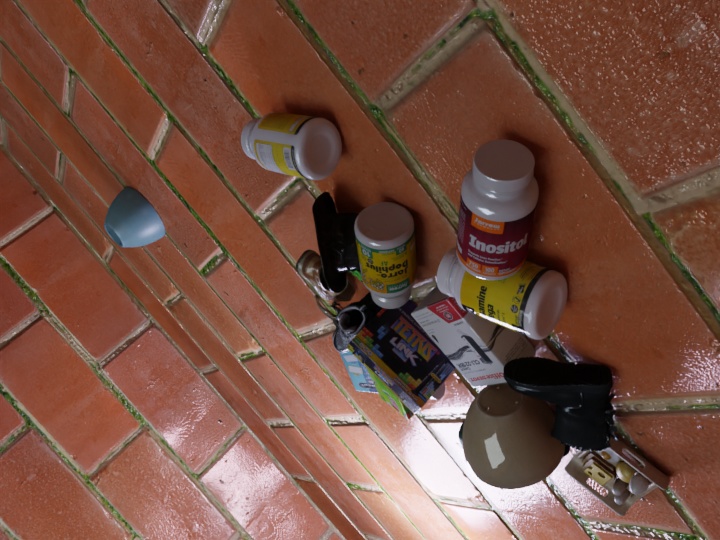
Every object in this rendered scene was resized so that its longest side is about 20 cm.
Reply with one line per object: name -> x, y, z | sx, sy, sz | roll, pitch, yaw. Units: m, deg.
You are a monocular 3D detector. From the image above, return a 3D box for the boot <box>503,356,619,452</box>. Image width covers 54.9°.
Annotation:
boot -> 0.355, 0.238, 1.225 | 0.196, 0.074, 0.164 | 2, 127, 20

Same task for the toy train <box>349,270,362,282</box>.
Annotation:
toy train -> 0.000, 0.000, 1.514 | 0.199, 0.042, 0.057 | 29, 161, 34

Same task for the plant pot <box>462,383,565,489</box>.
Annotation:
plant pot -> 0.282, 0.291, 1.328 | 0.199, 0.200, 0.136 | 16, 137, 44

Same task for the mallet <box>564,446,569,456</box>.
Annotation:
mallet -> 0.352, 0.326, 1.451 | 0.199, 0.041, 0.066 | 17, 137, 51

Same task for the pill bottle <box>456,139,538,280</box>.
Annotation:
pill bottle -> 0.202, -0.088, 1.027 | 0.112, 0.113, 0.201 | 31, 149, 27

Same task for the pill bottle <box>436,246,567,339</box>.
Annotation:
pill bottle -> 0.228, 0.029, 1.144 | 0.199, 0.112, 0.113 | 22, 144, 39

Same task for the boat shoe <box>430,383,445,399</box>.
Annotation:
boat shoe -> 0.120, 0.219, 1.605 | 0.200, 0.072, 0.065 | 48, 149, -21

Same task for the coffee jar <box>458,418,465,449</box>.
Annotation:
coffee jar -> 0.317, 0.390, 1.526 | 0.199, 0.085, 0.105 | 10, 136, 49

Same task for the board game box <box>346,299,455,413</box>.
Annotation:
board game box -> 0.098, 0.169, 1.458 | 0.200, 0.165, 0.057 | 42, 154, 8

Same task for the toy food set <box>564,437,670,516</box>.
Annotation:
toy food set -> 0.481, 0.393, 1.323 | 0.143, 0.060, 0.201 | 37, 151, 17

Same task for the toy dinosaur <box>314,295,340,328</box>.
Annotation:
toy dinosaur -> -0.052, 0.122, 1.746 | 0.200, 0.047, 0.088 | 44, 160, 13

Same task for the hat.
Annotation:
hat -> -0.028, -0.060, 1.380 | 0.080, 0.202, 0.202 | -8, 128, 17

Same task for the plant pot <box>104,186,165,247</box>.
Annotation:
plant pot -> -0.764, -0.155, 2.293 | 0.199, 0.135, 0.201 | 34, 150, 23

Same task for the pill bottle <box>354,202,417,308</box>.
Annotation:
pill bottle -> 0.052, -0.022, 1.329 | 0.112, 0.113, 0.201 | 30, 148, 29

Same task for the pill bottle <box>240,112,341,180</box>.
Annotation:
pill bottle -> -0.137, -0.239, 1.312 | 0.199, 0.112, 0.113 | 19, 142, 43

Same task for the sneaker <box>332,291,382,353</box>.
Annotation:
sneaker -> -0.023, 0.124, 1.553 | 0.076, 0.113, 0.200 | 49, 124, 14

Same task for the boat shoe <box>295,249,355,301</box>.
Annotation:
boat shoe -> -0.066, 0.025, 1.541 | 0.073, 0.076, 0.200 | 26, 174, 37

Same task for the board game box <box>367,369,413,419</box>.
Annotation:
board game box -> 0.068, 0.246, 1.590 | 0.101, 0.048, 0.201 | 30, 153, 42

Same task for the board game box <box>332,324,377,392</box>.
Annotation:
board game box -> 0.033, 0.219, 1.694 | 0.149, 0.047, 0.201 | 1, 132, 26

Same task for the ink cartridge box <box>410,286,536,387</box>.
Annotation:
ink cartridge box -> 0.213, 0.118, 1.316 | 0.200, 0.084, 0.144 | 48, 152, -6
